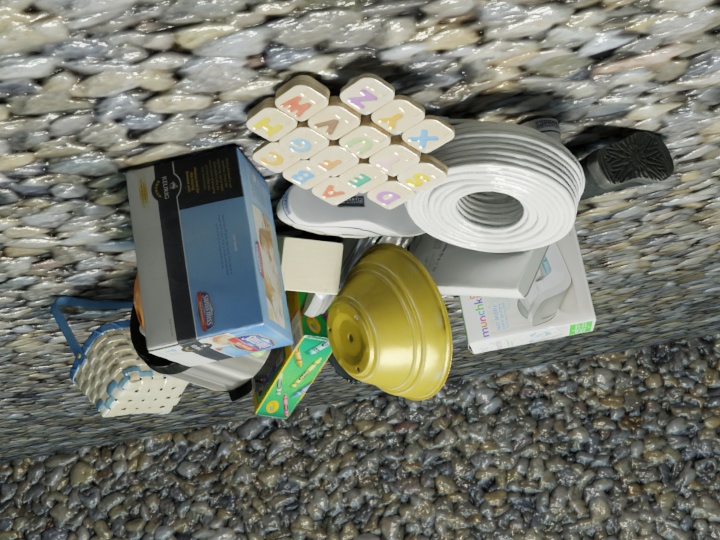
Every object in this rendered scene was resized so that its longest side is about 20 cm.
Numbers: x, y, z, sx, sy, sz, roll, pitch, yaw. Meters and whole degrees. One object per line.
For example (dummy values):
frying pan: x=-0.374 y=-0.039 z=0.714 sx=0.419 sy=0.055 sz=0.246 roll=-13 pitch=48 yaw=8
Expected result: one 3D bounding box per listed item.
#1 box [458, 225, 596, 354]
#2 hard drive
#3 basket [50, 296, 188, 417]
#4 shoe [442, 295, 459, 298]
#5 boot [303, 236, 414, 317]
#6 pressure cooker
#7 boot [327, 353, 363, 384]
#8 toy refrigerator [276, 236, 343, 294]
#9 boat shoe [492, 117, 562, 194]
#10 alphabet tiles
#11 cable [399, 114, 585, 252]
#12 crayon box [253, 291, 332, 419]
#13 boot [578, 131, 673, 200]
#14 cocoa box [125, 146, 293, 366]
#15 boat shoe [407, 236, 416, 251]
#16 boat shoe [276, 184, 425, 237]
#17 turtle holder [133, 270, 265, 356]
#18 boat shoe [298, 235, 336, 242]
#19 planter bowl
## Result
box: x=0.219 y=-0.002 z=1.361 sx=0.175 sy=0.202 sz=0.097 roll=-11 pitch=165 yaw=8
hard drive: x=0.143 y=-0.028 z=1.218 sx=0.199 sy=0.132 sz=0.026 roll=2 pitch=146 yaw=46
basket: x=-0.359 y=0.120 z=1.471 sx=0.176 sy=0.201 sz=0.139 roll=6 pitch=135 yaw=-46
shoe: x=0.178 y=-0.012 z=1.510 sx=0.199 sy=0.092 sz=0.071 roll=-13 pitch=165 yaw=12
boot: x=0.000 y=0.000 z=1.305 sx=0.095 sy=0.074 sz=0.201 roll=23 pitch=126 yaw=-12
pressure cooker: x=-0.208 y=0.081 z=1.409 sx=0.178 sy=0.177 sz=0.200 roll=18 pitch=173 yaw=38
boot: x=0.011 y=0.101 z=1.396 sx=0.167 sy=0.077 sz=0.200 roll=-12 pitch=146 yaw=33
toy refrigerator: x=-0.086 y=-0.006 z=1.258 sx=0.075 sy=0.071 sz=0.200 roll=6 pitch=-178 yaw=-17
boat shoe: x=0.176 y=-0.114 z=1.174 sx=0.073 sy=0.066 sz=0.200 roll=-6 pitch=165 yaw=-18
alphabet tiles: x=-0.011 y=-0.123 z=0.976 sx=0.199 sy=0.015 sz=0.195 roll=27 pitch=146 yaw=-32
cable: x=0.146 y=-0.089 z=1.082 sx=0.198 sy=0.070 sz=0.200 roll=1 pitch=152 yaw=18
crayon box: x=-0.104 y=0.115 z=1.462 sx=0.058 sy=0.119 sz=0.200 roll=11 pitch=134 yaw=-24
boot: x=0.274 y=-0.109 z=1.250 sx=0.164 sy=0.066 sz=0.200 roll=-8 pitch=169 yaw=-39
cocoa box: x=-0.162 y=-0.011 z=1.069 sx=0.130 sy=0.202 sz=0.133 roll=-12 pitch=165 yaw=7
boat shoe: x=0.058 y=0.021 z=1.418 sx=0.066 sy=0.070 sz=0.200 roll=21 pitch=136 yaw=-9
boat shoe: x=-0.004 y=-0.076 z=1.186 sx=0.199 sy=0.074 sz=0.065 roll=7 pitch=169 yaw=-23
turtle holder: x=-0.202 y=0.037 z=1.235 sx=0.140 sy=0.132 sz=0.185 roll=27 pitch=-179 yaw=36
boat shoe: x=-0.023 y=-0.024 z=1.390 sx=0.198 sy=0.073 sz=0.072 roll=-11 pitch=173 yaw=19
planter bowl: x=0.016 y=0.074 z=1.193 sx=0.083 sy=0.202 sz=0.200 roll=-16 pitch=171 yaw=-34
